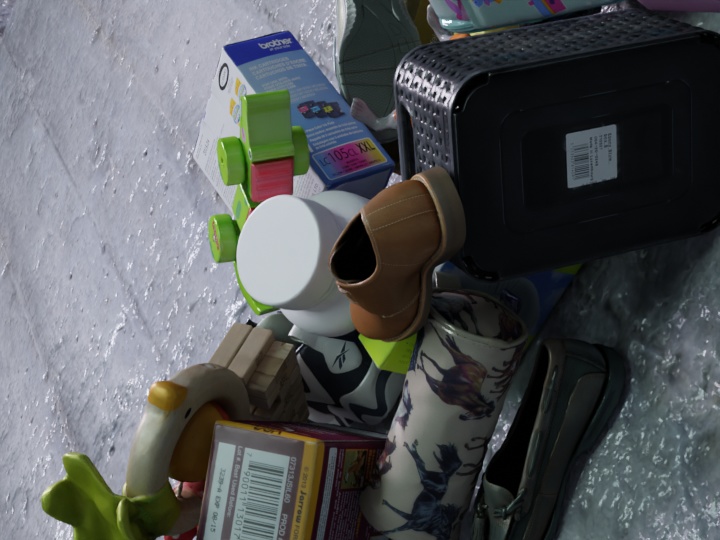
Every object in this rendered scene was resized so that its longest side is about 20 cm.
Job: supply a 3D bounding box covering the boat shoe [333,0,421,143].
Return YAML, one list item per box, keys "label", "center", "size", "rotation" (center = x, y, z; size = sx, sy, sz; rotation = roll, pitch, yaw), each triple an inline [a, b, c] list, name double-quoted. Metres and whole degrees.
- label: "boat shoe"
  center: [0.011, -0.196, 1.330]
  size: [0.065, 0.074, 0.203]
  rotation: [94, 168, -68]

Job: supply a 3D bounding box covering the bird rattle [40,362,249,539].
- label: "bird rattle"
  center: [-0.122, 0.149, 1.139]
  size: [0.112, 0.200, 0.164]
  rotation: [24, 102, 33]

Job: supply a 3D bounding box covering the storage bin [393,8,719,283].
- label: "storage bin"
  center: [0.133, -0.084, 1.001]
  size: [0.094, 0.199, 0.136]
  rotation: [-141, 42, -61]

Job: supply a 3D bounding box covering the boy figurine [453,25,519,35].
- label: "boy figurine"
  center: [0.084, -0.140, 1.299]
  size: [0.124, 0.064, 0.201]
  rotation: [11, 82, 58]

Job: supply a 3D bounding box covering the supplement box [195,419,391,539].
- label: "supplement box"
  center: [-0.038, 0.174, 1.163]
  size: [0.085, 0.200, 0.111]
  rotation: [9, 88, 23]

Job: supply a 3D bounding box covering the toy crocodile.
- label: "toy crocodile"
  center: [-0.077, -0.053, 1.208]
  size: [0.062, 0.067, 0.201]
  rotation: [-117, 28, -46]

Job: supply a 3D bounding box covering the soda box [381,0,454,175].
- label: "soda box"
  center: [0.053, -0.188, 1.384]
  size: [0.064, 0.068, 0.201]
  rotation: [9, 81, 63]

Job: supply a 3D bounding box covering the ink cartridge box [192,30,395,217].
- label: "ink cartridge box"
  center: [-0.069, -0.105, 1.311]
  size: [0.200, 0.076, 0.137]
  rotation: [52, 143, 25]

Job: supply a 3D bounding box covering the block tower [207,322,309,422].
- label: "block tower"
  center: [-0.073, 0.137, 1.247]
  size: [0.054, 0.201, 0.058]
  rotation: [11, 46, 24]

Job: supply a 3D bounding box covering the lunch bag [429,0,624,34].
- label: "lunch bag"
  center: [0.149, -0.258, 1.157]
  size: [0.199, 0.077, 0.161]
  rotation: [-8, 38, 32]

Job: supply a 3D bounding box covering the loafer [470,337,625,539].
- label: "loafer"
  center: [0.111, 0.134, 1.076]
  size: [0.201, 0.063, 0.072]
  rotation: [-65, 28, 12]

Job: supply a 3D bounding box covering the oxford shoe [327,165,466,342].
- label: "oxford shoe"
  center: [0.009, -0.003, 0.995]
  size: [0.200, 0.071, 0.072]
  rotation: [107, 142, -64]

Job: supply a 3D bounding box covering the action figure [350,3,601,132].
- label: "action figure"
  center: [0.118, -0.144, 1.190]
  size: [0.193, 0.105, 0.200]
  rotation: [24, 55, 36]

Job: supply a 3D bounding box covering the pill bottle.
- label: "pill bottle"
  center: [0.000, 0.000, 1.194]
  size: [0.111, 0.200, 0.112]
  rotation: [-9, 76, 37]

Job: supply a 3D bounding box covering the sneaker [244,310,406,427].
- label: "sneaker"
  center: [-0.053, 0.084, 1.307]
  size: [0.080, 0.129, 0.199]
  rotation: [-60, 12, -17]

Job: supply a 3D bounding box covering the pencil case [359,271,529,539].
- label: "pencil case"
  center: [0.056, 0.105, 1.091]
  size: [0.090, 0.077, 0.201]
  rotation: [-104, 26, -58]

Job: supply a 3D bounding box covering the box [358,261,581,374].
- label: "box"
  center: [0.098, -0.008, 1.126]
  size: [0.200, 0.122, 0.048]
  rotation: [-60, 38, 23]

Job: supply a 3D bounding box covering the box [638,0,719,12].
- label: "box"
  center: [0.260, -0.268, 0.960]
  size: [0.175, 0.097, 0.201]
  rotation: [10, 80, 39]
